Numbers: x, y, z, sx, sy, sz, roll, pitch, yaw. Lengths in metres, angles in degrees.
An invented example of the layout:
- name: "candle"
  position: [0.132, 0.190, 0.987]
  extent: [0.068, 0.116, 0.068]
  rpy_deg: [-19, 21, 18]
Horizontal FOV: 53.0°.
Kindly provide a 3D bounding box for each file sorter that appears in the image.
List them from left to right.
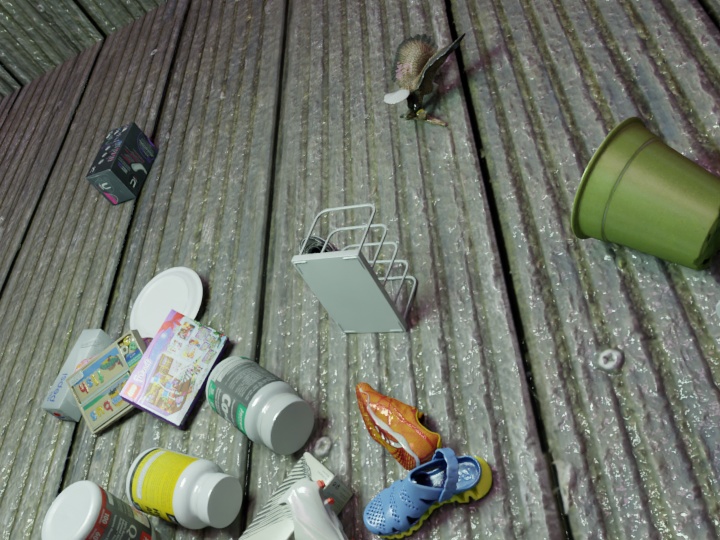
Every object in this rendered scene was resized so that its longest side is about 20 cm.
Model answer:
- name: "file sorter"
  position: [0.000, 0.000, 1.280]
  extent: [0.136, 0.201, 0.126]
  rpy_deg: [-4, 47, 32]

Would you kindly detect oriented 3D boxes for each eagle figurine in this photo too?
- name: "eagle figurine"
  position: [0.140, -0.434, 1.602]
  extent: [0.148, 0.205, 0.151]
  rpy_deg: [12, 11, 5]

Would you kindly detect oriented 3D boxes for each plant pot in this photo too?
- name: "plant pot"
  position: [0.448, -0.096, 1.073]
  extent: [0.189, 0.201, 0.201]
  rpy_deg: [35, 77, 34]

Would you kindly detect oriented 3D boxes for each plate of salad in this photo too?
- name: "plate of salad"
  position: [-0.434, 0.085, 1.628]
  extent: [0.196, 0.048, 0.204]
  rpy_deg: [-13, 56, 21]

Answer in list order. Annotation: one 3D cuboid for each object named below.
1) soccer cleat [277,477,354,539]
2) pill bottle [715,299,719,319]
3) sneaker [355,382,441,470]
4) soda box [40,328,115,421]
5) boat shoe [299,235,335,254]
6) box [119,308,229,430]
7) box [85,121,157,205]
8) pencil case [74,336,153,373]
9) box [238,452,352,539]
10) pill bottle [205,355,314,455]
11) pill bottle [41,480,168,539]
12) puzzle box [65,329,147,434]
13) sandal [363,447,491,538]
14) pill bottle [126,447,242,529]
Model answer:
- name: "soccer cleat"
  position: [-0.048, 0.394, 1.025]
  extent: [0.077, 0.069, 0.202]
  rpy_deg: [-31, 68, -3]
- name: "pill bottle"
  position: [0.559, -0.005, 0.948]
  extent: [0.201, 0.109, 0.108]
  rpy_deg: [-48, 42, -11]
- name: "sneaker"
  position: [0.056, 0.239, 1.139]
  extent: [0.076, 0.074, 0.199]
  rpy_deg: [-23, 37, -23]
- name: "soda box"
  position: [-0.628, 0.233, 1.623]
  extent: [0.067, 0.064, 0.203]
  rpy_deg: [-3, 52, 32]
- name: "boat shoe"
  position: [-0.083, -0.023, 1.456]
  extent: [0.069, 0.067, 0.201]
  rpy_deg: [-36, 41, 2]
- name: "box"
  position: [-0.366, 0.194, 1.437]
  extent: [0.134, 0.039, 0.203]
  rpy_deg: [24, 64, 6]
- name: "box"
  position: [-0.694, -0.312, 2.108]
  extent: [0.104, 0.123, 0.203]
  rpy_deg: [-11, 47, 26]
- name: "pencil case"
  position: [-0.515, 0.208, 1.549]
  extent: [0.196, 0.088, 0.089]
  rpy_deg: [-19, 44, 18]
- name: "box"
  position: [-0.108, 0.390, 1.107]
  extent: [0.081, 0.069, 0.201]
  rpy_deg: [24, 69, 44]
- name: "pill bottle"
  position: [-0.176, 0.234, 1.260]
  extent: [0.198, 0.114, 0.114]
  rpy_deg: [21, 67, 45]
- name: "pill bottle"
  position: [-0.408, 0.438, 1.179]
  extent: [0.114, 0.201, 0.118]
  rpy_deg: [-19, 44, 20]
- name: "puzzle box"
  position: [-0.508, 0.232, 1.493]
  extent: [0.198, 0.025, 0.135]
  rpy_deg: [-35, 80, 15]
- name: "sandal"
  position: [0.085, 0.310, 1.028]
  extent: [0.198, 0.087, 0.080]
  rpy_deg: [-33, 43, 9]
- name: "pill bottle"
  position: [-0.297, 0.372, 1.226]
  extent: [0.197, 0.112, 0.113]
  rpy_deg: [1, 54, 36]
